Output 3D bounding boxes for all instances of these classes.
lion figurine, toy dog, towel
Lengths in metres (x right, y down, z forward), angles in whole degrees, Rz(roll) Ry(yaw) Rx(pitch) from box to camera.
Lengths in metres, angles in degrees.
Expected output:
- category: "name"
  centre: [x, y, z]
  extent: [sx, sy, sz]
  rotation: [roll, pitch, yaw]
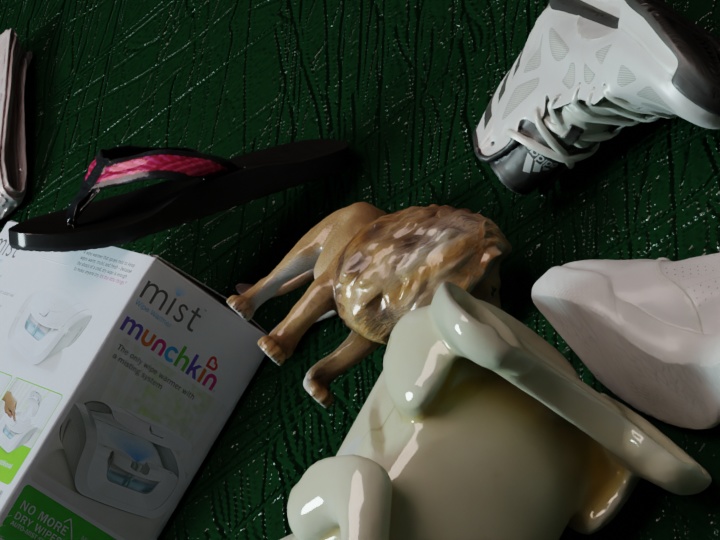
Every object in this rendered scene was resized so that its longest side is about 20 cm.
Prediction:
- category: "lion figurine"
  centre: [0.000, 0.000, 1.365]
  extent: [0.122, 0.072, 0.200]
  rotation: [-46, 25, 0]
- category: "toy dog"
  centre: [0.016, 0.110, 1.158]
  extent: [0.200, 0.140, 0.194]
  rotation: [-54, 27, 3]
- category: "towel"
  centre: [-0.305, -0.055, 1.904]
  extent: [0.200, 0.032, 0.191]
  rotation: [-38, 32, 25]

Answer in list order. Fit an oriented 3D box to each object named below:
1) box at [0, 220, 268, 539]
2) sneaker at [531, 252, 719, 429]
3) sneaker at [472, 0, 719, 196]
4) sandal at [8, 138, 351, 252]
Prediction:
- category: "box"
  centre: [-0.170, 0.074, 1.504]
  extent: [0.200, 0.097, 0.177]
  rotation: [11, 67, 59]
- category: "sneaker"
  centre: [0.159, 0.017, 1.132]
  extent: [0.089, 0.075, 0.200]
  rotation: [-50, 33, -18]
- category: "sneaker"
  centre: [0.120, -0.074, 1.284]
  extent: [0.115, 0.076, 0.201]
  rotation: [-59, 20, 9]
- category: "sandal"
  centre: [-0.102, -0.053, 1.476]
  extent: [0.200, 0.045, 0.075]
  rotation: [-18, 18, -19]
